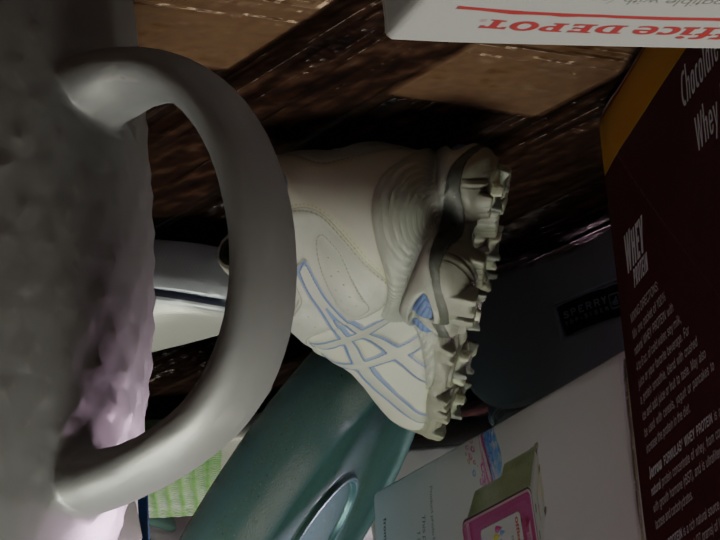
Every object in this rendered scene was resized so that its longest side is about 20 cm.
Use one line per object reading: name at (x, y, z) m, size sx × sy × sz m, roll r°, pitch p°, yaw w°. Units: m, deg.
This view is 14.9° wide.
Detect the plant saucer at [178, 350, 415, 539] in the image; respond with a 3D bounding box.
plant saucer at (-0.028, 0.103, 1.094) m, size 0.027 × 0.201 × 0.200 m, roll 32°, pitch 171°, yaw 14°

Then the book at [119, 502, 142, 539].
book at (-0.153, 0.065, 0.841) m, size 0.048 × 0.134 × 0.200 m, roll -15°, pitch -170°, yaw 35°

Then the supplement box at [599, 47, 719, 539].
supplement box at (0.161, 0.015, 0.791) m, size 0.132 × 0.201 × 0.197 m, roll -3°, pitch 164°, yaw -8°

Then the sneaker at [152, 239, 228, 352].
sneaker at (-0.129, 0.036, 1.005) m, size 0.199 × 0.071 × 0.073 m, roll -10°, pitch 164°, yaw 16°

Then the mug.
mug at (-0.105, 0.009, 0.724) m, size 0.199 × 0.177 × 0.147 m, roll -14°, pitch 163°, yaw 27°

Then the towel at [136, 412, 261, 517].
towel at (-0.108, 0.088, 1.293) m, size 0.199 × 0.031 × 0.149 m, roll -2°, pitch 162°, yaw -4°

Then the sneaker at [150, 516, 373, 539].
sneaker at (-0.057, 0.182, 1.416) m, size 0.199 × 0.141 × 0.078 m, roll -6°, pitch 164°, yaw 4°

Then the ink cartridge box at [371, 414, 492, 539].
ink cartridge box at (0.113, 0.104, 1.239) m, size 0.199 × 0.087 × 0.146 m, roll -7°, pitch -179°, yaw 10°

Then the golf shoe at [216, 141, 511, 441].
golf shoe at (0.000, 0.000, 0.964) m, size 0.097 × 0.079 × 0.200 m, roll 11°, pitch 159°, yaw 5°

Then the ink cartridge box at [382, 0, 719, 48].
ink cartridge box at (0.074, -0.100, 0.603) m, size 0.115 × 0.067 × 0.200 m, roll -1°, pitch 163°, yaw -20°

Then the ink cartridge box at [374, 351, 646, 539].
ink cartridge box at (0.112, 0.099, 1.015) m, size 0.144 × 0.085 × 0.200 m, roll 5°, pitch 161°, yaw -26°

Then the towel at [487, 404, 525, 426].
towel at (0.126, 0.051, 1.141) m, size 0.146 × 0.024 × 0.200 m, roll -6°, pitch -179°, yaw 2°

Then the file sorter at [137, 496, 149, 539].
file sorter at (-0.188, 0.115, 1.137) m, size 0.199 × 0.140 × 0.123 m, roll -4°, pitch 168°, yaw 3°

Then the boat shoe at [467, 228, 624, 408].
boat shoe at (0.125, 0.012, 1.026) m, size 0.070 × 0.071 × 0.199 m, roll -6°, pitch 170°, yaw -42°
